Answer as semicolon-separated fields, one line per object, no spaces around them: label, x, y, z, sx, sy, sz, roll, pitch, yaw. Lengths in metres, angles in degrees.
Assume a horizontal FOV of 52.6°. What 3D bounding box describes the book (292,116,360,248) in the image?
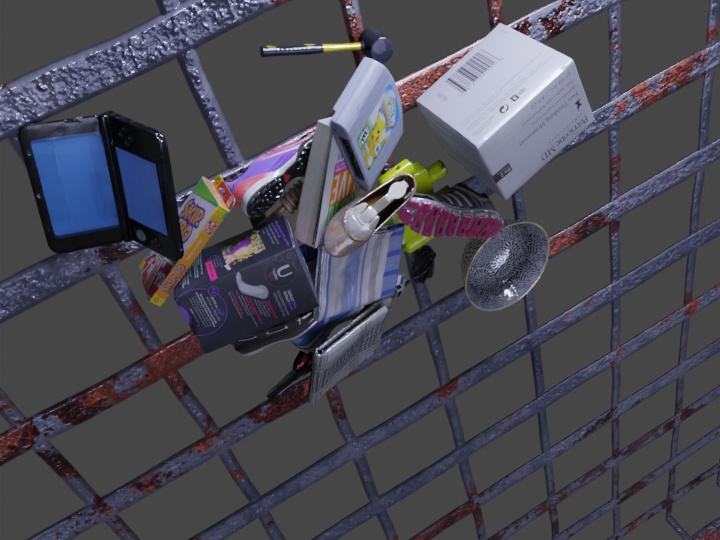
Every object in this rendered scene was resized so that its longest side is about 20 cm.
book;-0.038;-0.153;1.174;0.133;0.048;0.203;-33;142;-51

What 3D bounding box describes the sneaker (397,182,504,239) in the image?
sneaker;0.154;-0.111;1.287;0.196;0.088;0.074;6;136;-13

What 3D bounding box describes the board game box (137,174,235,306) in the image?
board game box;-0.264;-0.051;1.099;0.030;0.096;0.201;32;102;-40

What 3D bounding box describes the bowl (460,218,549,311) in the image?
bowl;0.266;-0.029;1.441;0.198;0.094;0.204;-17;129;-22

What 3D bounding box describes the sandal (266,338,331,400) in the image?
sandal;-0.102;0.167;1.374;0.199;0.075;0.045;-36;91;-16

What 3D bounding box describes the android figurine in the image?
android figurine;0.077;-0.110;1.307;0.198;0.041;0.184;-33;133;-10

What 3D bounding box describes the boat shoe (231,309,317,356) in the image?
boat shoe;-0.146;0.088;1.261;0.198;0.068;0.057;-28;129;19

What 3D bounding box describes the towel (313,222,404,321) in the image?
towel;0.000;0.000;1.244;0.198;0.024;0.150;-16;122;-42

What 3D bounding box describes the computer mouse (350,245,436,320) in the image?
computer mouse;0.053;0.026;1.377;0.198;0.044;0.110;-28;157;-10

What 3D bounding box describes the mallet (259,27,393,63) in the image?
mallet;-0.045;-0.321;1.061;0.197;0.066;0.042;-13;125;-23

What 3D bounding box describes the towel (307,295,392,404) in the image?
towel;-0.017;0.151;1.360;0.199;0.034;0.194;-38;156;-31

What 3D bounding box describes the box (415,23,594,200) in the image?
box;0.231;-0.261;1.182;0.198;0.200;0.131;-42;133;2

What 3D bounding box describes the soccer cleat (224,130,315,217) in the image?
soccer cleat;-0.123;-0.166;1.130;0.200;0.073;0.069;-44;153;-22

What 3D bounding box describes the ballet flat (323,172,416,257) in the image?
ballet flat;0.019;-0.097;1.163;0.068;0.067;0.200;49;62;-6

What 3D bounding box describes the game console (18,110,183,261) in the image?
game console;-0.350;-0.101;1.003;0.116;0.174;0.203;-39;141;-41

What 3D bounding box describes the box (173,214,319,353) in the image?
box;-0.180;0.021;1.142;0.197;0.107;0.124;-22;124;-1

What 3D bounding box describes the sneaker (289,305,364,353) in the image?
sneaker;-0.062;0.061;1.315;0.200;0.079;0.089;-47;135;7

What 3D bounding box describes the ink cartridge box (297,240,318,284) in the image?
ink cartridge box;-0.129;-0.005;1.255;0.197;0.039;0.101;-22;129;-15

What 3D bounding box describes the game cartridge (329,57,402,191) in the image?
game cartridge;0.016;-0.225;1.120;0.135;0.040;0.200;-64;160;-14

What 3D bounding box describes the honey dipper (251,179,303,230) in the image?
honey dipper;-0.162;-0.069;1.191;0.199;0.038;0.038;-42;133;3
